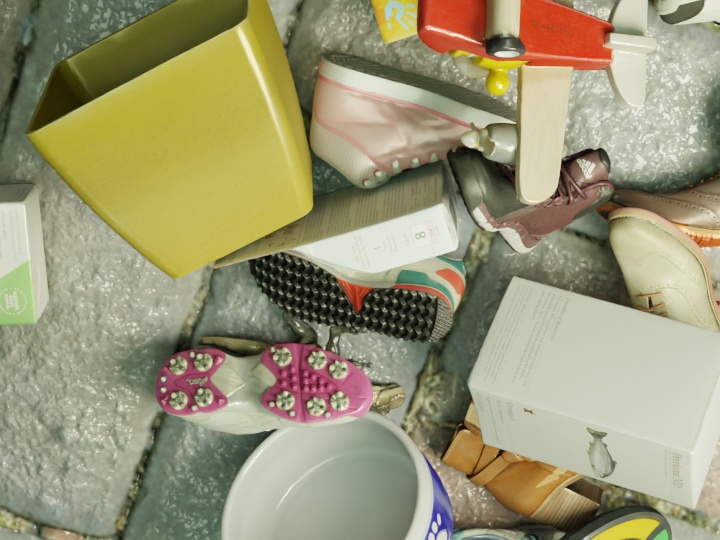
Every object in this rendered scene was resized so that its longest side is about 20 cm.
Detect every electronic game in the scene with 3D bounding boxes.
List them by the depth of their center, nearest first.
[{"bbox_3d":[0.210,0.298,1.601,0.199,0.042,0.201,-26,138,-25],"label":"electronic game"}]

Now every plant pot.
[{"bbox_3d":[-0.138,-0.115,1.450,0.199,0.200,0.177,-26,111,9],"label":"plant pot"}]

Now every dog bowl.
[{"bbox_3d":[-0.020,0.227,1.547,0.199,0.201,0.079,-28,139,9],"label":"dog bowl"}]

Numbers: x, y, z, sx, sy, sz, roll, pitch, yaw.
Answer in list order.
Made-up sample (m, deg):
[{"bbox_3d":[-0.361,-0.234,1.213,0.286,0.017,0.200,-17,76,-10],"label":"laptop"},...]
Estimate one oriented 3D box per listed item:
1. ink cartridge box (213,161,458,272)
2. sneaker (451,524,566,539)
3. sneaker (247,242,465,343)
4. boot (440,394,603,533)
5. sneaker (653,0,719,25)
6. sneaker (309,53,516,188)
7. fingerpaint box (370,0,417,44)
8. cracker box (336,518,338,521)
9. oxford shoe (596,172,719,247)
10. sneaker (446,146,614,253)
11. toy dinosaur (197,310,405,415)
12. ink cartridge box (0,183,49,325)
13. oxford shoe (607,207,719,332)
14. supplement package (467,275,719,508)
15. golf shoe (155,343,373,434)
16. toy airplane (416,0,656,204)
[{"bbox_3d":[-0.016,-0.032,1.487,0.199,0.163,0.057,-19,105,8],"label":"ink cartridge box"},{"bbox_3d":[0.140,0.274,1.593,0.199,0.086,0.078,4,82,-25],"label":"sneaker"},{"bbox_3d":[0.000,0.000,1.547,0.199,0.093,0.071,14,129,17],"label":"sneaker"},{"bbox_3d":[0.177,0.132,1.588,0.154,0.074,0.201,28,96,2],"label":"boot"},{"bbox_3d":[0.352,-0.218,1.469,0.199,0.076,0.088,-8,107,4],"label":"sneaker"},{"bbox_3d":[0.049,-0.113,1.506,0.199,0.075,0.105,16,106,1],"label":"sneaker"},{"bbox_3d":[0.090,-0.301,1.446,0.199,0.073,0.168,-17,106,6],"label":"fingerpaint box"},{"bbox_3d":[-0.012,0.335,1.659,0.134,0.058,0.200,28,105,-8],"label":"cracker box"},{"bbox_3d":[0.309,-0.057,1.536,0.199,0.071,0.073,9,84,-3],"label":"oxford shoe"},{"bbox_3d":[0.150,-0.080,1.461,0.115,0.200,0.076,-26,73,15],"label":"sneaker"},{"bbox_3d":[-0.044,0.071,1.583,0.199,0.047,0.088,22,113,-3],"label":"toy dinosaur"},{"bbox_3d":[-0.387,-0.012,1.546,0.199,0.067,0.118,-2,108,1],"label":"ink cartridge box"},{"bbox_3d":[0.270,0.027,1.515,0.071,0.074,0.200,-6,134,42],"label":"oxford shoe"},{"bbox_3d":[0.209,0.104,1.488,0.199,0.118,0.117,15,152,20],"label":"supplement package"},{"bbox_3d":[-0.081,0.112,1.565,0.199,0.092,0.076,3,66,15],"label":"golf shoe"},{"bbox_3d":[0.136,-0.184,1.383,0.200,0.141,0.199,-49,115,-31],"label":"toy airplane"}]
